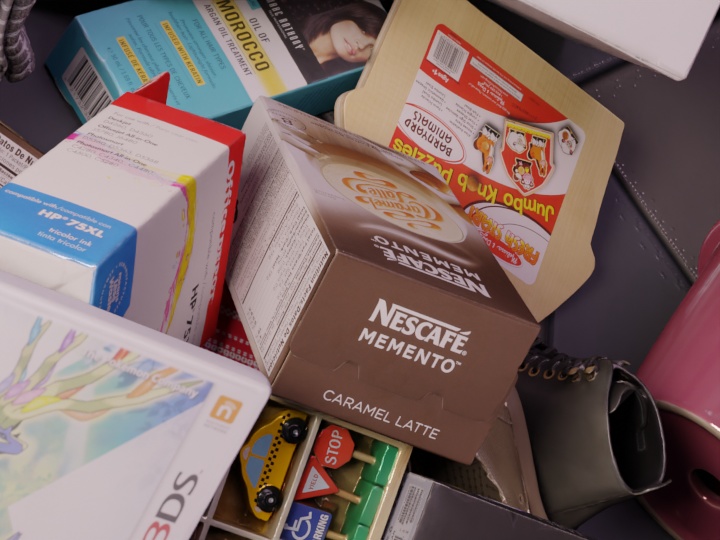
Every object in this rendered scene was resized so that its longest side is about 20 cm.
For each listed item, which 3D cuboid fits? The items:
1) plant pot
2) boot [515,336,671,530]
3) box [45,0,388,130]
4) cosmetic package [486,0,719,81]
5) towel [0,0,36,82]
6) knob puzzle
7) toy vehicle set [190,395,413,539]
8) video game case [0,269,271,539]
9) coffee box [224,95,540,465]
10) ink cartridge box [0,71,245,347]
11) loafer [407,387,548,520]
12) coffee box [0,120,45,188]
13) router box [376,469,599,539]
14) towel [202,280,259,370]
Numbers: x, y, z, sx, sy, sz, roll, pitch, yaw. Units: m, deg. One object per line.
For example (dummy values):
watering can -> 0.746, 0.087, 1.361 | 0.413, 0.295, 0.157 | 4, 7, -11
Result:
plant pot -> 0.245, 0.068, 1.230 | 0.179, 0.200, 0.200 | -40, 87, -26
boot -> 0.095, 0.043, 1.156 | 0.077, 0.138, 0.200 | -14, 79, -36
box -> -0.072, -0.120, 1.227 | 0.200, 0.049, 0.082 | -23, 76, -39
cosmetic package -> 0.098, -0.216, 1.278 | 0.200, 0.199, 0.123 | 24, 96, -20
towel -> -0.200, -0.192, 1.023 | 0.085, 0.166, 0.200 | -11, 73, -26
knob puzzle -> 0.057, -0.045, 1.259 | 0.219, 0.030, 0.220 | 7, 79, -35
toy vehicle set -> -0.065, 0.151, 1.011 | 0.124, 0.027, 0.201 | 21, 87, -20
video game case -> -0.163, 0.090, 0.905 | 0.200, 0.183, 0.022 | 23, 14, -27
coffee box -> 0.000, 0.000, 1.076 | 0.114, 0.080, 0.200 | 20, 19, -22
ink cartridge box -> -0.112, -0.004, 1.009 | 0.067, 0.116, 0.200 | 19, 30, 14
loafer -> 0.061, 0.145, 1.107 | 0.067, 0.076, 0.201 | -15, 85, -53
coffee box -> -0.225, 0.024, 1.001 | 0.080, 0.113, 0.200 | 35, 49, -10
router box -> 0.059, 0.215, 1.040 | 0.157, 0.052, 0.200 | 23, 85, -19
towel -> -0.040, 0.097, 1.092 | 0.144, 0.022, 0.200 | 20, 53, -20
